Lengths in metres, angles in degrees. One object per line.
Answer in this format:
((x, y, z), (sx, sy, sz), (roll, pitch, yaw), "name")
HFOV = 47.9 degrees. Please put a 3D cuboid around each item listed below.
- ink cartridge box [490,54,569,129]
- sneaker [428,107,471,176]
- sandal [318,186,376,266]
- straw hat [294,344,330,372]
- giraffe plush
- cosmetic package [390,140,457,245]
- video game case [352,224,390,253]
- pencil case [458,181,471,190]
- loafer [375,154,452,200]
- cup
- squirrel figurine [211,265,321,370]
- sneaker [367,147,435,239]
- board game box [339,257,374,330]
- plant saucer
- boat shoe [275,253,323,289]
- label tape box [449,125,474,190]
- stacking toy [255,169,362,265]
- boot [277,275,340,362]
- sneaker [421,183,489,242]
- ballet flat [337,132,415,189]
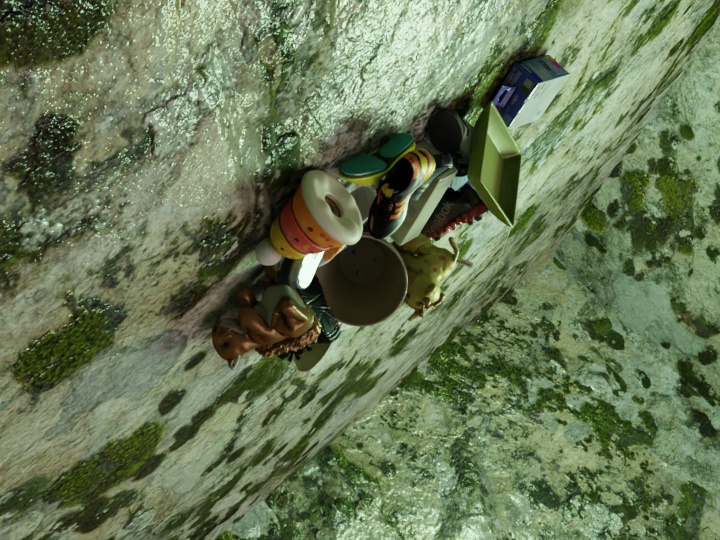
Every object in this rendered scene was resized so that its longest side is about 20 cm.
((0.367, -0.396, 1.814), (0.199, 0.076, 0.137), (-29, 157, -48), "ink cartridge box")
((0.192, -0.287, 1.683), (0.200, 0.073, 0.089), (64, 38, -60), "sneaker")
((-0.046, -0.076, 1.580), (0.206, 0.079, 0.059), (-41, 171, -8), "sandal")
((-0.133, 0.124, 1.835), (0.084, 0.202, 0.202), (22, 121, -26), "straw hat")
((0.133, 0.023, 1.803), (0.174, 0.198, 0.163), (74, 33, -44), "giraffe plush")
((0.109, -0.162, 1.710), (0.073, 0.103, 0.201), (-29, 156, -45), "cosmetic package")
((0.021, -0.054, 1.911), (0.143, 0.018, 0.201), (-27, 156, -49), "video game case")
((0.266, -0.214, 2.009), (0.086, 0.078, 0.201), (10, 129, -35), "pencil case")
((0.107, -0.173, 1.597), (0.068, 0.071, 0.200), (2, 164, -40), "loafer")
((0.000, 0.000, 1.740), (0.201, 0.200, 0.143), (-49, -169, 15), "cup")
((-0.184, 0.118, 1.564), (0.186, 0.142, 0.200), (-38, 139, 4), "squirrel figurine")
((0.055, -0.138, 1.489), (0.090, 0.070, 0.201), (-19, 148, -55), "sneaker")
((0.004, 0.045, 1.942), (0.197, 0.056, 0.200), (-57, 161, 18), "board game box")
((0.284, -0.222, 1.741), (0.200, 0.047, 0.202), (44, 50, -48), "plant saucer")
((-0.097, -0.057, 1.510), (0.074, 0.068, 0.201), (49, 58, -54), "boat shoe")
((0.190, -0.219, 1.838), (0.200, 0.063, 0.144), (-40, 163, -12), "label tape box")
((-0.107, -0.067, 1.420), (0.199, 0.147, 0.146), (-35, 170, 28), "stacking toy")
((-0.143, 0.088, 1.690), (0.161, 0.200, 0.073), (-18, -166, 37), "boot")
((0.190, -0.130, 1.823), (0.199, 0.098, 0.071), (-27, -171, 35), "sneaker")
((0.034, -0.191, 1.508), (0.199, 0.067, 0.068), (-35, 145, -38), "ballet flat")
